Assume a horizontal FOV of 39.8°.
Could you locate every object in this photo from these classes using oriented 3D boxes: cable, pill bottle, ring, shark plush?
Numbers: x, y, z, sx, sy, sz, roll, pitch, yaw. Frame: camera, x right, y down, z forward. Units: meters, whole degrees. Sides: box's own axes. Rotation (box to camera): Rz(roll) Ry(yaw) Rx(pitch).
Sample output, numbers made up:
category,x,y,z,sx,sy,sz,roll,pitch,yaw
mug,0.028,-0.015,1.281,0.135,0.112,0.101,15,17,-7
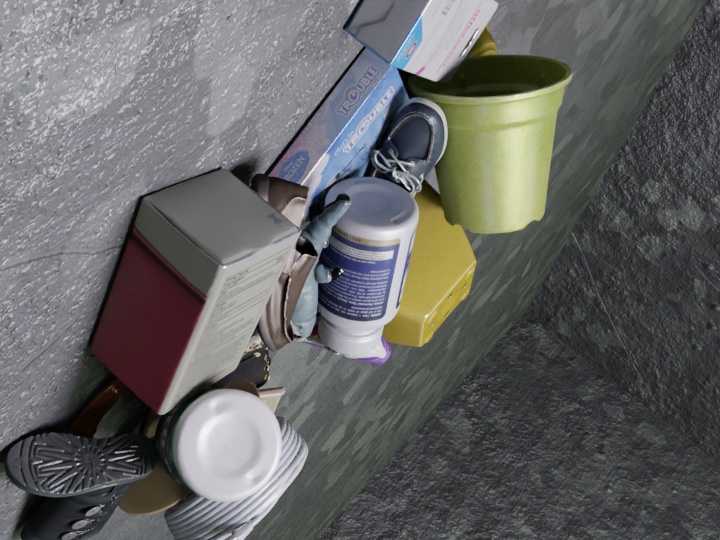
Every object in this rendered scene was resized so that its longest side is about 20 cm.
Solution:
category,x,y,z,sx,sy,sz,roll,pitch,yaw
cable,-0.157,0.264,1.240,0.200,0.069,0.200,-43,-171,-32
pill bottle,-0.162,0.184,1.079,0.113,0.113,0.200,-46,-171,-18
ring,-0.253,0.174,1.166,0.200,0.019,0.201,-33,150,-22
shark plush,-0.054,-0.013,1.134,0.201,0.083,0.091,-59,178,25
pill bottle,0.000,0.000,1.191,0.111,0.110,0.202,-36,147,-44

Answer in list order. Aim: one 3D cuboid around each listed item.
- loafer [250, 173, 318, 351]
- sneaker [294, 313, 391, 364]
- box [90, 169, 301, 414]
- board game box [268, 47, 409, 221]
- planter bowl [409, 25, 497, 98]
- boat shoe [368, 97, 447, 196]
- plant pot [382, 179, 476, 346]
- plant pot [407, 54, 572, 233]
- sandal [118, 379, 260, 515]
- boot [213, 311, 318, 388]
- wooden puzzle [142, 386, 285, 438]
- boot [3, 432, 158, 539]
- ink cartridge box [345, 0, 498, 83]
category,x,y,z,sx,sy,sz,roll,pitch,yaw
loafer,-0.079,-0.004,1.055,0.073,0.070,0.202,-102,-169,-61
sneaker,-0.039,0.084,1.356,0.081,0.199,0.083,-57,135,-7
box,-0.166,0.020,0.986,0.128,0.109,0.201,-30,153,-54
board game box,-0.018,-0.141,1.180,0.201,0.043,0.199,-53,164,-1
planter bowl,0.146,-0.235,1.376,0.201,0.083,0.201,-47,164,-18
boat shoe,0.046,-0.125,1.195,0.062,0.074,0.200,-56,179,-35
plant pot,0.047,-0.010,1.371,0.196,0.200,0.195,-46,164,-16
plant pot,0.164,-0.154,1.245,0.200,0.199,0.186,-35,128,-46
sandal,-0.200,0.226,1.217,0.212,0.077,0.070,-44,159,-17
boot,-0.126,0.086,1.299,0.199,0.073,0.151,-33,158,-26
wooden puzzle,-0.207,0.231,1.335,0.183,0.037,0.201,-3,138,-32
boot,-0.334,0.248,1.095,0.163,0.066,0.200,7,146,-35
ink cartridge box,0.073,-0.278,1.088,0.116,0.068,0.200,-56,164,16
